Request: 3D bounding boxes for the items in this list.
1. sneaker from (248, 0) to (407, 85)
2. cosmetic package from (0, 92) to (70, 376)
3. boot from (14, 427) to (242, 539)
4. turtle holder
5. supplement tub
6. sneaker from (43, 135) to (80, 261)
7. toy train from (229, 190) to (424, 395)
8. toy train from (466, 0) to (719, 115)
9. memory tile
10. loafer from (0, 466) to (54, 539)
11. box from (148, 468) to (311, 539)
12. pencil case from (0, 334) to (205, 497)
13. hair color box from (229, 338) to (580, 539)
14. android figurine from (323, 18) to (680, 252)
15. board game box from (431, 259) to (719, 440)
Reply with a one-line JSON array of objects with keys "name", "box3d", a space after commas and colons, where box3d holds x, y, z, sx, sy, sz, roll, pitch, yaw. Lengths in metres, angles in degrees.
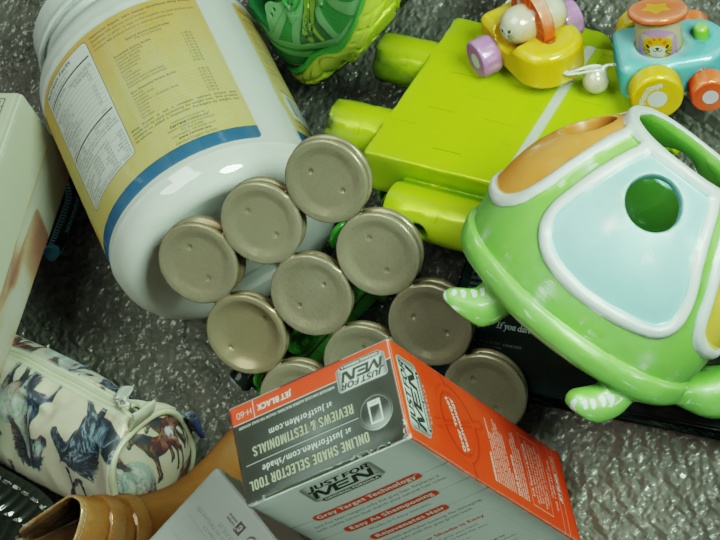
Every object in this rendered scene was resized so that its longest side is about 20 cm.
[{"name": "sneaker", "box3d": [-0.020, -0.169, 1.541, 0.074, 0.084, 0.200, -53, 8, -25]}, {"name": "cosmetic package", "box3d": [-0.260, -0.004, 1.580, 0.103, 0.087, 0.201, 3, 59, 23]}, {"name": "boot", "box3d": [-0.120, 0.147, 1.482, 0.074, 0.155, 0.200, 31, 87, 37]}, {"name": "turtle holder", "box3d": [0.147, 0.001, 1.341, 0.186, 0.141, 0.132, 46, 112, 24]}, {"name": "supplement tub", "box3d": [-0.112, -0.087, 1.582, 0.144, 0.145, 0.200, -36, 55, 13]}, {"name": "sneaker", "box3d": [-0.274, -0.038, 1.704, 0.199, 0.073, 0.082, -9, 65, 28]}, {"name": "toy train", "box3d": [0.000, 0.000, 1.531, 0.200, 0.056, 0.042, -47, 55, 3]}, {"name": "toy train", "box3d": [0.142, -0.160, 1.478, 0.199, 0.056, 0.150, 21, 51, 31]}, {"name": "memory tile", "box3d": [-0.011, 0.031, 1.465, 0.153, 0.017, 0.200, -33, 98, 29]}, {"name": "loafer", "box3d": [-0.272, 0.136, 1.605, 0.200, 0.071, 0.073, 35, 57, 20]}, {"name": "box", "box3d": [-0.090, 0.228, 1.449, 0.200, 0.124, 0.098, -47, 54, 6]}, {"name": "pencil case", "box3d": [-0.189, 0.087, 1.594, 0.200, 0.078, 0.090, 24, 119, 36]}, {"name": "hair color box", "box3d": [0.027, 0.111, 1.379, 0.101, 0.200, 0.061, -24, 59, 20]}, {"name": "android figurine", "box3d": [0.086, -0.082, 1.480, 0.199, 0.041, 0.182, 14, 51, 23]}, {"name": "board game box", "box3d": [0.146, 0.015, 1.453, 0.199, 0.028, 0.136, 10, 75, 35]}]
